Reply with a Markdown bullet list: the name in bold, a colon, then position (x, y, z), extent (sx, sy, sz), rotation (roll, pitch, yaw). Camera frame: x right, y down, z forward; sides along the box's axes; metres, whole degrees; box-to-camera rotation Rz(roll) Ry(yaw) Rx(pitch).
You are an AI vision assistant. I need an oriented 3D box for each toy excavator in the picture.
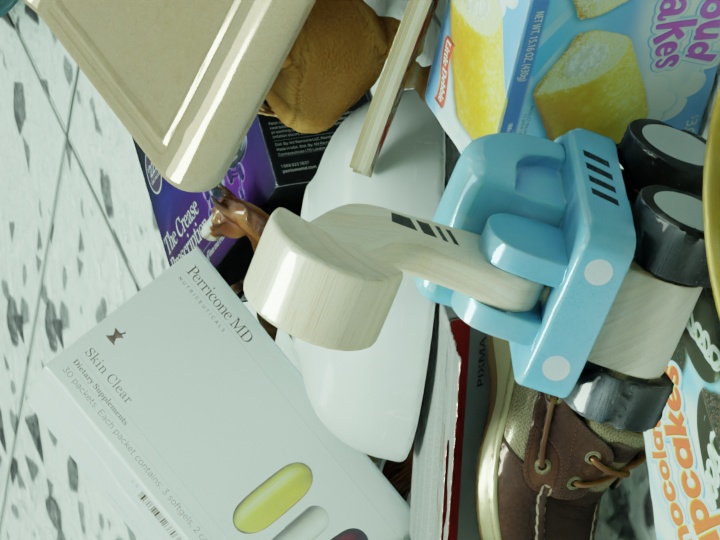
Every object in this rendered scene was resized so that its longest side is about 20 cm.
- **toy excavator**: position (0.051, -0.005, 1.216), extent (0.194, 0.200, 0.100), rotation (-91, 20, -63)

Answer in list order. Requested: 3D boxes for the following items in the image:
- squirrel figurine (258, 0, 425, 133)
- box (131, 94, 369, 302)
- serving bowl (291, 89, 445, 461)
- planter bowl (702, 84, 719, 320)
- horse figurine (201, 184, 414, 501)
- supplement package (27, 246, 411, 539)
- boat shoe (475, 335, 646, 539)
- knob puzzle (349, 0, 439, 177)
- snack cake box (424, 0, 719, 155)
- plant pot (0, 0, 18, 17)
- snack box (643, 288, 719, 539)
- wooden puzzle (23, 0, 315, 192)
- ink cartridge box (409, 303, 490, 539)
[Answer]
- **squirrel figurine**: position (-0.037, -0.177, 1.544), extent (0.187, 0.142, 0.200), rotation (-113, 33, -45)
- **box**: position (-0.066, -0.078, 1.740), extent (0.200, 0.079, 0.141), rotation (131, 128, -60)
- **serving bowl**: position (0.000, 0.000, 1.541), extent (0.200, 0.066, 0.200), rotation (-175, 90, -85)
- **planter bowl**: position (0.218, -0.011, 1.113), extent (0.200, 0.083, 0.200), rotation (171, 90, -67)
- **horse figurine**: position (-0.022, 0.047, 1.675), extent (0.200, 0.050, 0.133), rotation (47, 147, 10)
- **supplement package**: position (-0.081, 0.107, 1.646), extent (0.200, 0.111, 0.156), rotation (50, 166, 1)
- **boat shoe**: position (0.105, 0.080, 1.414), extent (0.072, 0.072, 0.200), rotation (8, 102, 33)
- **knob puzzle**: position (0.044, -0.135, 1.375), extent (0.220, 0.030, 0.220), rotation (22, -90, -89)
- **snack cake box**: position (0.108, -0.140, 1.274), extent (0.200, 0.115, 0.067), rotation (102, 148, -41)
- **plant pot**: position (-0.320, -0.246, 2.145), extent (0.135, 0.200, 0.200), rotation (18, 122, 24)
- **snack box**: position (0.171, 0.084, 1.314), extent (0.116, 0.037, 0.200), rotation (-179, 80, -66)
- **wooden puzzle**: position (-0.091, -0.167, 1.509), extent (0.200, 0.037, 0.185), rotation (48, 120, 37)
- **ink cartridge box**: position (0.056, 0.093, 1.467), extent (0.200, 0.050, 0.161), rotation (-110, 22, -76)
